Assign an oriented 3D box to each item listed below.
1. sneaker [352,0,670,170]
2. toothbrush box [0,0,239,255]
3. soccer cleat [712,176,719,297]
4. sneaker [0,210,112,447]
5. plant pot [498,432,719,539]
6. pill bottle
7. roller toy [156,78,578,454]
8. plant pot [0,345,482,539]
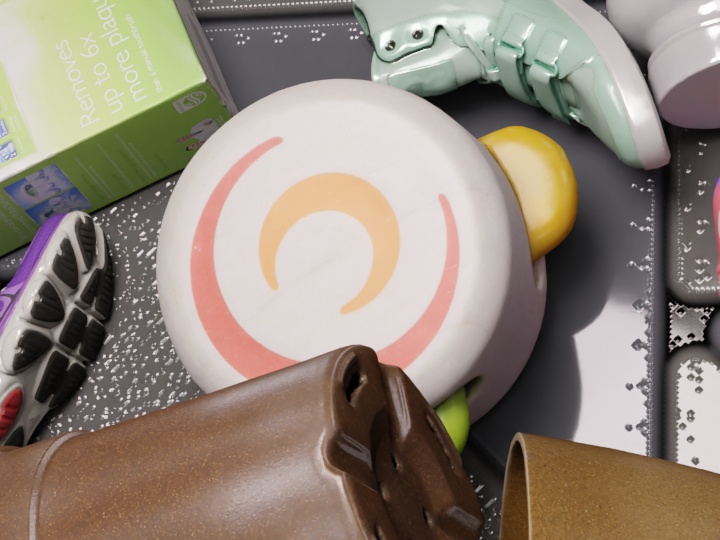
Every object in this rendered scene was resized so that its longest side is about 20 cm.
[{"bbox_3d":[0.074,-0.099,1.297,0.118,0.074,0.200,-32,52,-6],"label":"sneaker"},{"bbox_3d":[-0.186,-0.105,1.363,0.200,0.086,0.146,-25,67,5],"label":"toothbrush box"},{"bbox_3d":[0.207,0.039,1.233,0.076,0.067,0.200,-33,60,27],"label":"soccer cleat"},{"bbox_3d":[-0.207,0.050,1.318,0.083,0.081,0.200,26,79,26],"label":"sneaker"},{"bbox_3d":[0.168,0.174,1.143,0.200,0.186,0.187,3,71,0],"label":"plant pot"},{"bbox_3d":[0.177,-0.183,1.288,0.113,0.113,0.200,-14,68,8],"label":"pill bottle"},{"bbox_3d":[0.000,0.000,1.251,0.182,0.140,0.200,21,88,17],"label":"roller toy"},{"bbox_3d":[-0.057,0.139,1.114,0.198,0.200,0.201,-24,66,19],"label":"plant pot"}]
